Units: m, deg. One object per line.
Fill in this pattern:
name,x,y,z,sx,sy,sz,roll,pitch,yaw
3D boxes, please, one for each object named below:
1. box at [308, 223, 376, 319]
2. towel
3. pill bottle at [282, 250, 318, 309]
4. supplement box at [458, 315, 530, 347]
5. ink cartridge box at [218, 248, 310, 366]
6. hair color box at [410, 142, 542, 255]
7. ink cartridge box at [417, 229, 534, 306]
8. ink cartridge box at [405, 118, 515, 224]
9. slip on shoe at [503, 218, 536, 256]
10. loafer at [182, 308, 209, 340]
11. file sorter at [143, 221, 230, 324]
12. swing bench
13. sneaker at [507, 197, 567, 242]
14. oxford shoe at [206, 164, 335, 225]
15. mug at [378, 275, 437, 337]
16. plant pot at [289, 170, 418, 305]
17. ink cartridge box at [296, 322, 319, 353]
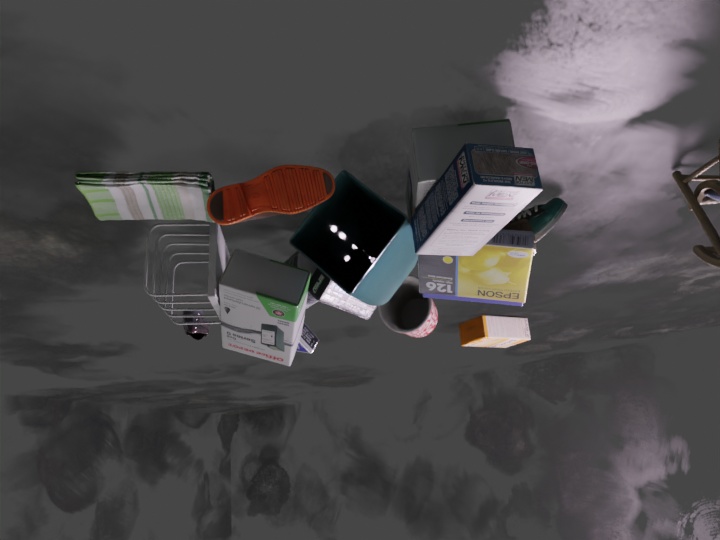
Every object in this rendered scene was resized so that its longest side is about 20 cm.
box,0.000,0.000,1.164,0.163,0.049,0.199,-56,148,6
towel,-0.323,-0.107,0.947,0.194,0.032,0.150,-2,160,-9
pill bottle,-0.124,0.023,1.254,0.104,0.109,0.199,6,159,-30
supplement box,0.430,0.198,1.954,0.195,0.076,0.125,5,159,-30
ink cartridge box,-0.175,0.074,1.104,0.142,0.085,0.202,15,140,2
hair color box,0.148,-0.088,0.819,0.097,0.062,0.200,0,158,-17
ink cartridge box,0.197,0.007,1.071,0.192,0.048,0.203,5,138,13
ink cartridge box,0.145,-0.130,0.919,0.141,0.090,0.201,-6,161,0
slip on shoe,0.228,-0.034,1.107,0.075,0.062,0.198,18,150,-35
loafer,-0.440,0.157,1.614,0.070,0.065,0.201,-2,160,-9
file sorter,-0.311,0.011,1.123,0.121,0.143,0.201,-1,161,-5
swing bench,0.648,-0.094,0.983,0.193,0.206,0.130,-1,161,-12
sneaker,0.286,-0.079,1.129,0.199,0.080,0.071,-40,-178,23
oxford shoe,-0.134,-0.117,0.935,0.194,0.074,0.073,-10,-177,1
mug,0.116,0.084,1.524,0.133,0.178,0.200,-44,160,2
plant pot,0.010,-0.030,0.994,0.142,0.140,0.200,-51,154,-2
ink cartridge box,-0.205,0.091,1.283,0.198,0.044,0.199,-4,133,52
